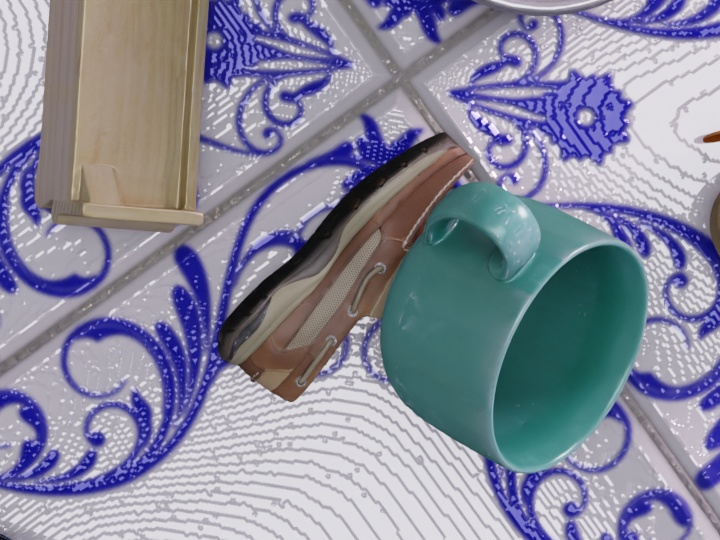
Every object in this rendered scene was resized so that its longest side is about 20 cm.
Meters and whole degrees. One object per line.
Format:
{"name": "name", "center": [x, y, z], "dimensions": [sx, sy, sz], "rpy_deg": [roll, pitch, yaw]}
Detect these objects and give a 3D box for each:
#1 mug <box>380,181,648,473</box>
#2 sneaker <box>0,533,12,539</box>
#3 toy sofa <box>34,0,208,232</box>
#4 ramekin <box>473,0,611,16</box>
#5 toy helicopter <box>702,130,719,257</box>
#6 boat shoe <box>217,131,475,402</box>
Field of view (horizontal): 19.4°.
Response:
{"name": "mug", "center": [0.087, 0.017, 1.271], "dimensions": [0.114, 0.152, 0.186], "rpy_deg": [28, 121, 36]}
{"name": "sneaker", "center": [-0.282, 0.159, 1.309], "dimensions": [0.199, 0.070, 0.078], "rpy_deg": [10, 95, -2]}
{"name": "toy sofa", "center": [-0.145, -0.126, 1.313], "dimensions": [0.083, 0.098, 0.201], "rpy_deg": [3, 90, -26]}
{"name": "ramekin", "center": [0.109, -0.253, 1.299], "dimensions": [0.199, 0.105, 0.201], "rpy_deg": [0, 90, -2]}
{"name": "toy helicopter", "center": [0.308, -0.063, 1.335], "dimensions": [0.200, 0.079, 0.133], "rpy_deg": [-30, 83, -12]}
{"name": "boat shoe", "center": [0.000, 0.000, 1.320], "dimensions": [0.200, 0.076, 0.074], "rpy_deg": [-44, 99, 6]}
